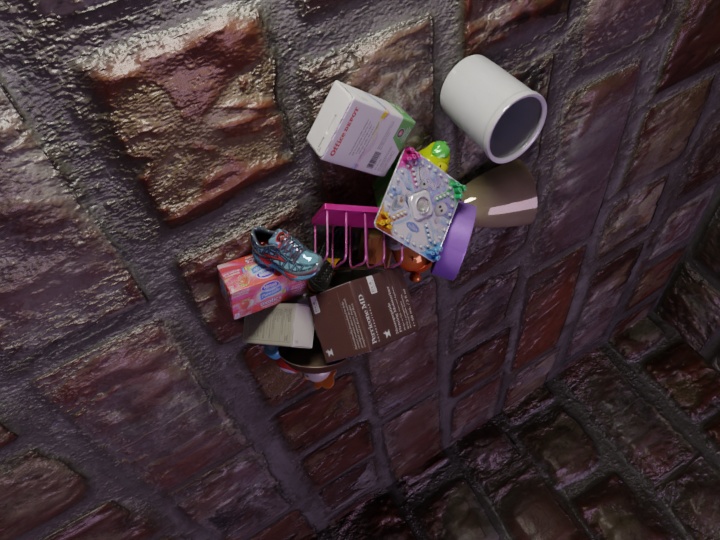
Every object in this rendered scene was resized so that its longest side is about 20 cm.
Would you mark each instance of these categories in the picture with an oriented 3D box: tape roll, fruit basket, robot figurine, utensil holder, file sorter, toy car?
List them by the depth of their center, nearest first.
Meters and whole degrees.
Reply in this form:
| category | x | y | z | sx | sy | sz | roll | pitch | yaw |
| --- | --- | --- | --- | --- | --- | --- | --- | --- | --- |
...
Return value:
| category | x | y | z | sx | sy | sz | roll | pitch | yaw |
| --- | --- | --- | --- | --- | --- | --- | --- | --- | --- |
| utensil holder | 0.299 | -0.376 | 1.286 | 0.167 | 0.201 | 0.172 | -23 | 142 | -19 |
| file sorter | -0.007 | -0.073 | 1.326 | 0.195 | 0.129 | 0.139 | 2 | 170 | -18 |
| fruit basket | 0.153 | -0.214 | 1.380 | 0.210 | 0.159 | 0.216 | -11 | 160 | -4 |
| tape roll | 0.243 | -0.080 | 1.465 | 0.064 | 0.202 | 0.203 | 16 | 131 | 3 |
| robot figurine | 0.150 | -0.052 | 1.554 | 0.146 | 0.115 | 0.200 | -59 | 167 | 1 |
| toy car | -0.146 | 0.266 | 1.607 | 0.176 | 0.201 | 0.184 | -41 | 144 | 6 |

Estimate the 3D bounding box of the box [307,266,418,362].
| category | x | y | z | sx | sy | sz | roll | pitch | yaw |
| --- | --- | --- | --- | --- | --- | --- | --- | --- | --- |
| box | 0.009 | 0.107 | 1.363 | 0.162 | 0.170 | 0.198 | -20 | 177 | 42 |

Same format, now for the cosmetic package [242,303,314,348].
| category | x | y | z | sx | sy | sz | roll | pitch | yaw |
| --- | --- | --- | --- | --- | --- | --- | --- | --- | --- |
| cosmetic package | -0.208 | 0.137 | 1.402 | 0.072 | 0.197 | 0.107 | 14 | 79 | -48 |

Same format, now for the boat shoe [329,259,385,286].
| category | x | y | z | sx | sy | sz | roll | pitch | yaw |
| --- | --- | --- | --- | --- | --- | --- | --- | --- | --- |
| boat shoe | 0.000 | 0.000 | 1.512 | 0.195 | 0.069 | 0.073 | 5 | 127 | -18 |

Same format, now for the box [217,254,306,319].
| category | x | y | z | sx | sy | sz | roll | pitch | yaw |
| --- | --- | --- | --- | --- | --- | --- | --- | --- | --- |
| box | -0.235 | 0.022 | 1.348 | 0.196 | 0.100 | 0.097 | -20 | 142 | -22 |

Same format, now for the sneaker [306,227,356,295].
| category | x | y | z | sx | sy | sz | roll | pitch | yaw |
| --- | --- | --- | --- | --- | --- | --- | --- | --- | --- |
| sneaker | -0.084 | -0.023 | 1.431 | 0.202 | 0.069 | 0.090 | -60 | -172 | -26 |

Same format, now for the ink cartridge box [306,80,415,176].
| category | x | y | z | sx | sy | sz | roll | pitch | yaw |
| --- | --- | --- | --- | --- | --- | --- | --- | --- | --- |
| ink cartridge box | 0.001 | -0.302 | 1.208 | 0.197 | 0.084 | 0.146 | 5 | 127 | -44 |

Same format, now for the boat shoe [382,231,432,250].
| category | x | y | z | sx | sy | sz | roll | pitch | yaw |
| --- | --- | --- | --- | --- | --- | --- | --- | --- | --- |
| boat shoe | 0.103 | -0.090 | 1.409 | 0.065 | 0.199 | 0.073 | 35 | 85 | -27 |

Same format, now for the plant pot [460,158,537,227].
| category | x | y | z | sx | sy | sz | roll | pitch | yaw |
| --- | --- | --- | --- | --- | --- | --- | --- | --- | --- |
| plant pot | 0.367 | -0.199 | 1.580 | 0.195 | 0.190 | 0.190 | -15 | 141 | -9 |

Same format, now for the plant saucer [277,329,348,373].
| category | x | y | z | sx | sy | sz | roll | pitch | yaw |
| --- | --- | --- | --- | --- | --- | --- | --- | --- | --- |
| plant saucer | -0.114 | 0.212 | 1.438 | 0.196 | 0.199 | 0.035 | -13 | 115 | -29 |

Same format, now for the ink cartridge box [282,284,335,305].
| category | x | y | z | sx | sy | sz | roll | pitch | yaw |
| --- | --- | --- | --- | --- | --- | --- | --- | --- | --- |
| ink cartridge box | -0.124 | 0.088 | 1.526 | 0.196 | 0.085 | 0.148 | -5 | 137 | -38 |

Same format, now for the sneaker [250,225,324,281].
| category | x | y | z | sx | sy | sz | roll | pitch | yaw |
| --- | --- | --- | --- | --- | --- | --- | --- | --- | --- |
| sneaker | -0.174 | -0.043 | 1.257 | 0.080 | 0.196 | 0.097 | -57 | 153 | -34 |

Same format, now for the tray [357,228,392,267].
| category | x | y | z | sx | sy | sz | roll | pitch | yaw |
| --- | --- | --- | --- | --- | --- | --- | --- | --- | --- |
| tray | 0.038 | -0.035 | 1.577 | 0.097 | 0.037 | 0.203 | -17 | 140 | -27 |

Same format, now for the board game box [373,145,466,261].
| category | x | y | z | sx | sy | sz | roll | pitch | yaw |
| --- | --- | --- | --- | --- | --- | --- | --- | --- | --- |
| board game box | 0.145 | -0.151 | 1.295 | 0.197 | 0.026 | 0.204 | 27 | 81 | -30 |
